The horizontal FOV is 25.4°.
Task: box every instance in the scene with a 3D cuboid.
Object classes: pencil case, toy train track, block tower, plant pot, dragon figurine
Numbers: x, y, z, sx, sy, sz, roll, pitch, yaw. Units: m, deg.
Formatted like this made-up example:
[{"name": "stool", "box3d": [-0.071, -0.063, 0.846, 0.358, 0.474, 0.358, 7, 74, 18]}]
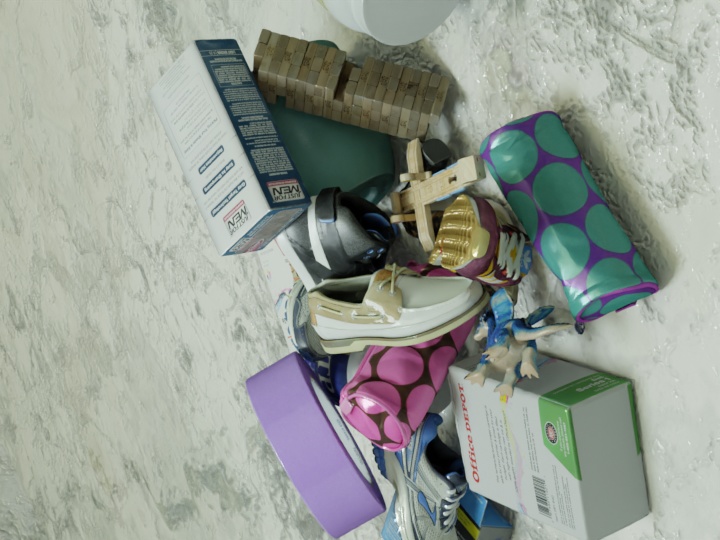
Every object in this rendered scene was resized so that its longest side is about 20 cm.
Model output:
[{"name": "pencil case", "box3d": [0.050, 0.085, 1.667, 0.094, 0.200, 0.091, 35, 149, -9]}, {"name": "toy train track", "box3d": [0.066, -0.082, 1.584, 0.200, 0.032, 0.115, 159, 103, -66]}, {"name": "pencil case", "box3d": [0.188, -0.048, 1.457, 0.200, 0.085, 0.092, 63, -174, 18]}, {"name": "block tower", "box3d": [-0.012, -0.188, 1.639, 0.058, 0.200, 0.054, 99, -174, -61]}, {"name": "plant pot", "box3d": [-0.057, -0.127, 1.752, 0.161, 0.200, 0.201, 52, 148, 13]}, {"name": "dragon figurine", "box3d": [0.147, 0.054, 1.510, 0.200, 0.059, 0.100, 118, 171, -61]}]

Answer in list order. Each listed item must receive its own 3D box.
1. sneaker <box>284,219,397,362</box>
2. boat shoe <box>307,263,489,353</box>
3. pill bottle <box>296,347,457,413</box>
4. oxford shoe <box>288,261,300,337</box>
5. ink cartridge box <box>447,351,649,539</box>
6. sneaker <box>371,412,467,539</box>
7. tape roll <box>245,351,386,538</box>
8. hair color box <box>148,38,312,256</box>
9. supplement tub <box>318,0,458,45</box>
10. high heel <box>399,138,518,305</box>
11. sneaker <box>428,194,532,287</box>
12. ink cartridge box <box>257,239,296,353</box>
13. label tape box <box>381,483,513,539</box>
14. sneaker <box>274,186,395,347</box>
[{"name": "sneaker", "box3d": [-0.017, 0.012, 1.785, 0.077, 0.200, 0.085, 40, 145, -26]}, {"name": "boat shoe", "box3d": [0.031, 0.032, 1.597, 0.200, 0.075, 0.069, -15, 112, 31]}, {"name": "pill bottle", "box3d": [0.022, 0.108, 1.821, 0.200, 0.120, 0.120, 10, 115, 59]}, {"name": "oxford shoe", "box3d": [-0.065, -0.005, 1.857, 0.071, 0.074, 0.200, -21, 53, 43]}, {"name": "ink cartridge box", "box3d": [0.185, 0.168, 1.596, 0.200, 0.084, 0.145, 16, 121, 57]}, {"name": "sneaker", "box3d": [0.080, 0.239, 1.709, 0.085, 0.077, 0.200, -12, 113, 22]}, {"name": "tape roll", "box3d": [-0.048, 0.189, 1.735, 0.200, 0.066, 0.200, 59, -179, -2]}, {"name": "hair color box", "box3d": [-0.135, -0.126, 1.627, 0.100, 0.060, 0.200, -39, 69, 43]}, {"name": "supplement tub", "box3d": [-0.001, -0.323, 1.566, 0.200, 0.145, 0.145, 47, 144, 38]}, {"name": "high heel", "box3d": [0.103, -0.023, 1.657, 0.200, 0.071, 0.143, 63, 158, 23]}, {"name": "sneaker", "box3d": [0.122, -0.024, 1.473, 0.200, 0.090, 0.075, -142, 69, -85]}, {"name": "ink cartridge box", "box3d": [-0.055, 0.034, 1.971, 0.116, 0.067, 0.200, -20, 89, 63]}, {"name": "label tape box", "box3d": [0.104, 0.278, 1.830, 0.144, 0.063, 0.200, 49, 138, 36]}, {"name": "sneaker", "box3d": [0.000, 0.000, 1.672, 0.112, 0.073, 0.200, -16, 127, 28]}]
